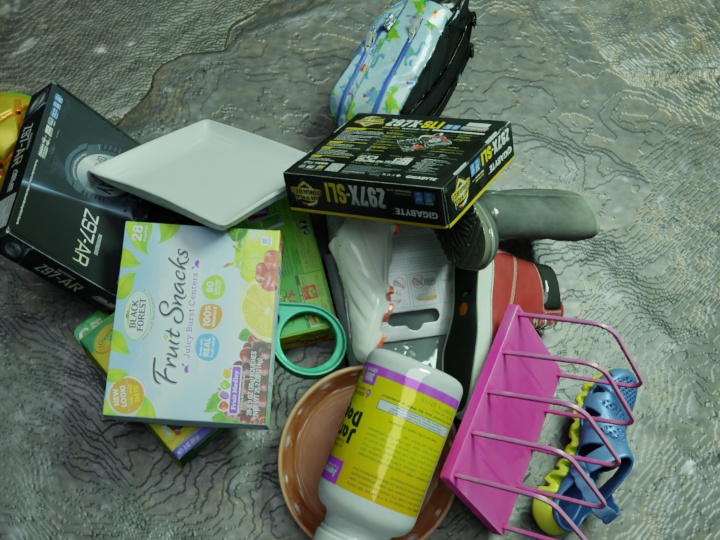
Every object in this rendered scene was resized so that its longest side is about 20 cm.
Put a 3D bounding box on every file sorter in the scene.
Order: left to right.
[{"bbox_3d":[0.195,0.162,0.955,0.124,0.139,0.202,5,58,39],"label":"file sorter"}]

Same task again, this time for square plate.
[{"bbox_3d":[-0.164,-0.107,1.046,0.198,0.029,0.198,21,35,27],"label":"square plate"}]

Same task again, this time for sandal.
[{"bbox_3d":[0.266,0.200,1.023,0.079,0.087,0.202,36,68,-28],"label":"sandal"}]

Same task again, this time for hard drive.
[{"bbox_3d":[0.044,0.067,1.086,0.137,0.033,0.203,-10,70,-11],"label":"hard drive"}]

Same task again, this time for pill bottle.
[{"bbox_3d":[0.022,0.189,0.931,0.103,0.104,0.203,21,81,2],"label":"pill bottle"}]

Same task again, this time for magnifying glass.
[{"bbox_3d":[-0.106,0.050,1.027,0.198,0.022,0.080,28,69,6],"label":"magnifying glass"}]

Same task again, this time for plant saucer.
[{"bbox_3d":[0.009,0.203,1.004,0.196,0.032,0.204,1,84,-7],"label":"plant saucer"}]

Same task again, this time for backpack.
[{"bbox_3d":[0.051,-0.230,1.151,0.151,0.163,0.203,13,73,8],"label":"backpack"}]

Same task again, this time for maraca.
[{"bbox_3d":[-0.427,-0.142,1.069,0.196,0.107,0.139,11,73,2],"label":"maraca"}]

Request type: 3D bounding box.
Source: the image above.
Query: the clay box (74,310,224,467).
[{"bbox_3d":[-0.218,0.100,1.030,0.115,0.048,0.200,-40,79,-19],"label":"clay box"}]

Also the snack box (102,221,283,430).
[{"bbox_3d":[-0.170,0.058,0.977,0.165,0.068,0.204,4,75,0],"label":"snack box"}]

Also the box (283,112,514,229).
[{"bbox_3d":[0.041,-0.111,0.990,0.197,0.050,0.160,9,34,32],"label":"box"}]

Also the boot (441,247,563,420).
[{"bbox_3d":[0.169,0.078,1.052,0.142,0.072,0.204,18,71,-26],"label":"boot"}]

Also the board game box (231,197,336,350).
[{"bbox_3d":[-0.099,-0.011,1.090,0.100,0.048,0.203,-11,70,-11],"label":"board game box"}]

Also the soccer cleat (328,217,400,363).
[{"bbox_3d":[0.000,0.000,1.027,0.076,0.069,0.204,7,75,-3],"label":"soccer cleat"}]

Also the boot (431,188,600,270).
[{"bbox_3d":[0.176,-0.049,1.029,0.197,0.073,0.183,11,28,-24],"label":"boot"}]

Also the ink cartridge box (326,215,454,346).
[{"bbox_3d":[0.047,-0.023,1.091,0.159,0.057,0.204,-6,89,-10],"label":"ink cartridge box"}]

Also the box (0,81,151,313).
[{"bbox_3d":[-0.307,-0.079,1.024,0.043,0.160,0.203,-20,50,33],"label":"box"}]
